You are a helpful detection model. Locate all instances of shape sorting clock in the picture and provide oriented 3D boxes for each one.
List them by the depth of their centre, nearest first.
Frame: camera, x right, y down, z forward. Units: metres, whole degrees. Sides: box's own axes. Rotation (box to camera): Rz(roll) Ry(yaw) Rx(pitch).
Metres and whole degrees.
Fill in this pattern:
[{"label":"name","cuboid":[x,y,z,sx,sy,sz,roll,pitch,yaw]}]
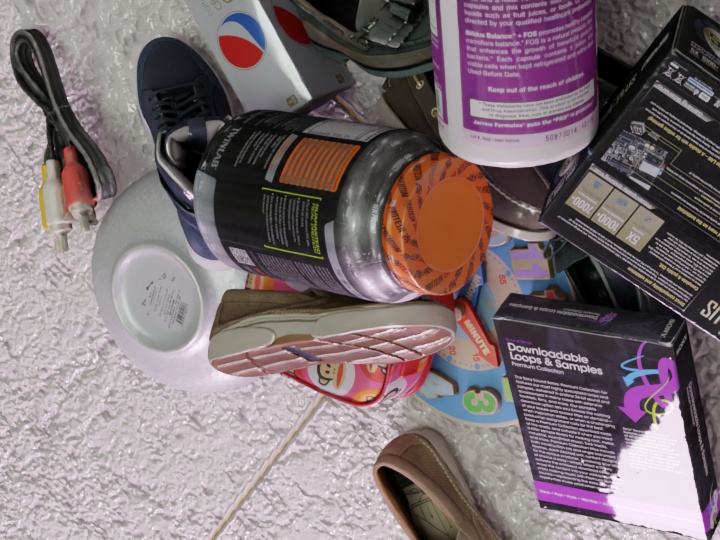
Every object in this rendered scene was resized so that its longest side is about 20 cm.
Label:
[{"label":"shape sorting clock","cuboid":[0.082,0.028,1.607,0.200,0.039,0.200,10,110,29]}]

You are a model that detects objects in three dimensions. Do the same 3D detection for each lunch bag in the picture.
[{"label":"lunch bag","cuboid":[0.000,0.000,1.588,0.176,0.082,0.200,22,110,33]}]

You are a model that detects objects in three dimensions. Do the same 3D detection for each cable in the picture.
[{"label":"cable","cuboid":[-0.258,-0.116,1.732,0.097,0.050,0.200,-30,78,55]}]

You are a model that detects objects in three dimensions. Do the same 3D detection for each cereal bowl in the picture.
[{"label":"cereal bowl","cuboid":[-0.147,0.012,1.717,0.200,0.083,0.200,10,109,29]}]

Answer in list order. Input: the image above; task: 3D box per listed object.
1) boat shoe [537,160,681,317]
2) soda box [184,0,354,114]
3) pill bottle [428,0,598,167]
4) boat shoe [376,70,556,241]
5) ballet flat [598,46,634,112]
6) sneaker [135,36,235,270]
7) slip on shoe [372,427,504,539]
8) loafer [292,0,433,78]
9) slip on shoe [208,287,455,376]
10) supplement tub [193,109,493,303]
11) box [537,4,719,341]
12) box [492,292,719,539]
[{"label":"boat shoe","cuboid":[0.171,-0.027,1.517,0.075,0.062,0.200,-28,90,45]},{"label":"soda box","cuboid":[-0.090,-0.212,1.616,0.064,0.068,0.200,-30,89,34]},{"label":"pill bottle","cuboid":[0.100,-0.179,1.361,0.112,0.112,0.200,12,123,28]},{"label":"boat shoe","cuboid":[0.083,-0.097,1.518,0.200,0.072,0.060,50,131,40]},{"label":"ballet flat","cuboid":[0.143,-0.166,1.465,0.200,0.067,0.057,35,126,-15]},{"label":"sneaker","cuboid":[-0.132,-0.117,1.608,0.077,0.146,0.203,-18,71,-5]},{"label":"slip on shoe","cuboid":[0.077,0.223,1.660,0.076,0.061,0.200,-28,90,35]},{"label":"loafer","cuboid":[0.008,-0.188,1.516,0.063,0.072,0.200,48,163,-29]},{"label":"slip on shoe","cuboid":[-0.023,0.035,1.522,0.200,0.076,0.061,-11,64,32]},{"label":"supplement tub","cuboid":[-0.012,-0.045,1.459,0.200,0.122,0.123,13,113,42]},{"label":"box","cuboid":[0.252,-0.054,1.412,0.200,0.086,0.164,33,122,-4]},{"label":"box","cuboid":[0.185,0.109,1.529,0.143,0.036,0.200,9,134,30]}]
